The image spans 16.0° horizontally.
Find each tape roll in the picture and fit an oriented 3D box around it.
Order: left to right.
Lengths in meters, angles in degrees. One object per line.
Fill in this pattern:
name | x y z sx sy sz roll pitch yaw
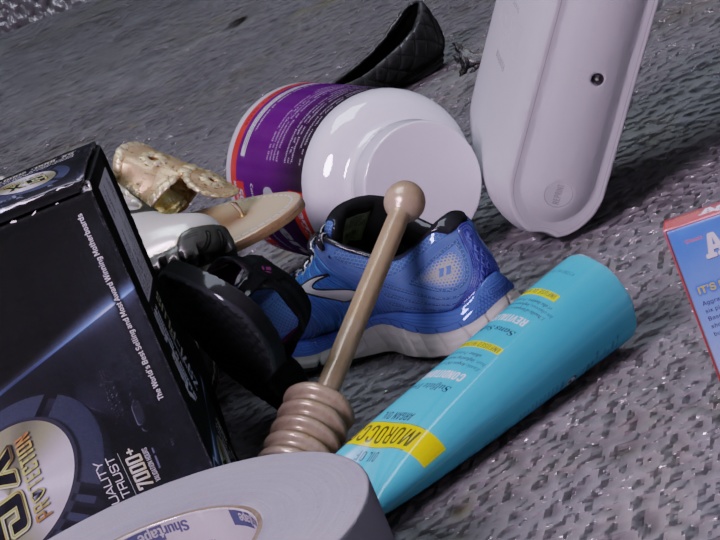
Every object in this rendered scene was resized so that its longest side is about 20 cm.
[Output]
tape roll | -0.077 0.150 1.054 0.200 0.066 0.200 -22 14 6

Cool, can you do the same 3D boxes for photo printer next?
photo printer | 0.117 -0.127 1.519 0.069 0.201 0.166 9 23 -10

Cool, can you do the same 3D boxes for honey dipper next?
honey dipper | -0.004 0.026 1.298 0.038 0.038 0.200 -12 41 35

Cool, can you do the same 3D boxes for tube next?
tube | 0.048 0.065 1.226 0.200 0.050 0.077 -37 12 -28

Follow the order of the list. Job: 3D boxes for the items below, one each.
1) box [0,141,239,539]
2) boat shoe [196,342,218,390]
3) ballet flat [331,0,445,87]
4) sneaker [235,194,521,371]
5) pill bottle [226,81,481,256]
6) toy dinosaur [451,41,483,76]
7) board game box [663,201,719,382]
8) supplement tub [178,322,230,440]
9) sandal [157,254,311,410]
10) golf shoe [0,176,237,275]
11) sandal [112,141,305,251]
box | -0.161 0.065 1.211 0.163 0.200 0.086 -21 14 4
boat shoe | -0.103 0.031 1.514 0.065 0.073 0.200 10 18 -18
ballet flat | -0.008 -0.155 2.060 0.066 0.057 0.200 -8 21 47
sneaker | 0.000 0.000 1.428 0.200 0.089 0.079 -9 19 42
pill bottle | -0.002 -0.059 1.596 0.112 0.113 0.200 -27 15 -18
toy dinosaur | 0.124 -0.155 1.895 0.088 0.048 0.200 -19 16 -15
board game box | 0.237 -0.005 1.067 0.199 0.103 0.019 -19 15 13
supplement tub | -0.176 0.088 1.346 0.199 0.107 0.107 -23 14 1
sandal | -0.055 0.023 1.300 0.048 0.075 0.200 -54 -12 -9
golf shoe | -0.149 -0.021 1.424 0.077 0.088 0.200 -5 -3 -44
sandal | -0.133 -0.038 1.490 0.211 0.070 0.078 -12 23 40
